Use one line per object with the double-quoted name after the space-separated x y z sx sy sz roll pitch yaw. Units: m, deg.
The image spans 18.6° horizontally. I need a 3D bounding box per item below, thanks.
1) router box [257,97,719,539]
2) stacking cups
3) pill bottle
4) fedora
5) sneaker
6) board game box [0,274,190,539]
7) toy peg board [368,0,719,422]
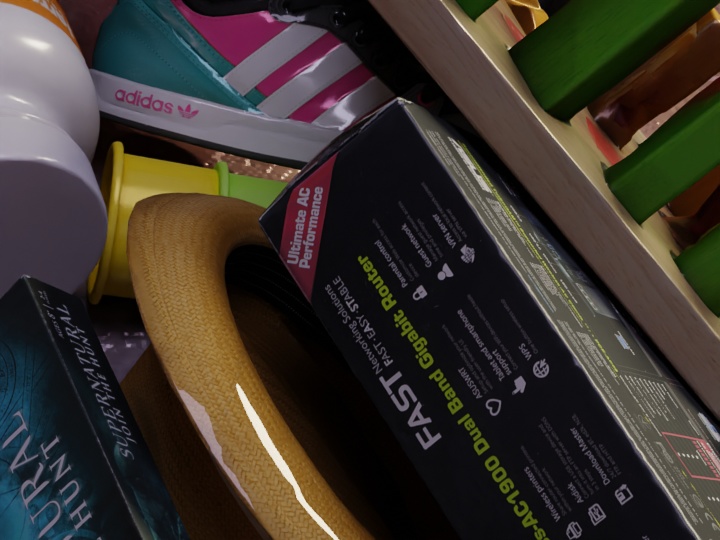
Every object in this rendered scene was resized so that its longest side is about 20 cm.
0.069 0.051 0.690 0.200 0.062 0.150 57 17 21 "router box"
0.000 0.000 0.818 0.199 0.061 0.061 11 43 -13 "stacking cups"
-0.160 -0.076 0.802 0.112 0.112 0.200 -8 48 -23 "pill bottle"
-0.020 0.070 0.685 0.201 0.082 0.201 44 20 -21 "fedora"
-0.001 -0.096 0.852 0.199 0.121 0.084 14 3 3 "sneaker"
-0.098 0.117 0.611 0.028 0.135 0.200 28 24 -48 "board game box"
0.096 -0.081 0.764 0.200 0.098 0.199 49 15 -14 "toy peg board"
